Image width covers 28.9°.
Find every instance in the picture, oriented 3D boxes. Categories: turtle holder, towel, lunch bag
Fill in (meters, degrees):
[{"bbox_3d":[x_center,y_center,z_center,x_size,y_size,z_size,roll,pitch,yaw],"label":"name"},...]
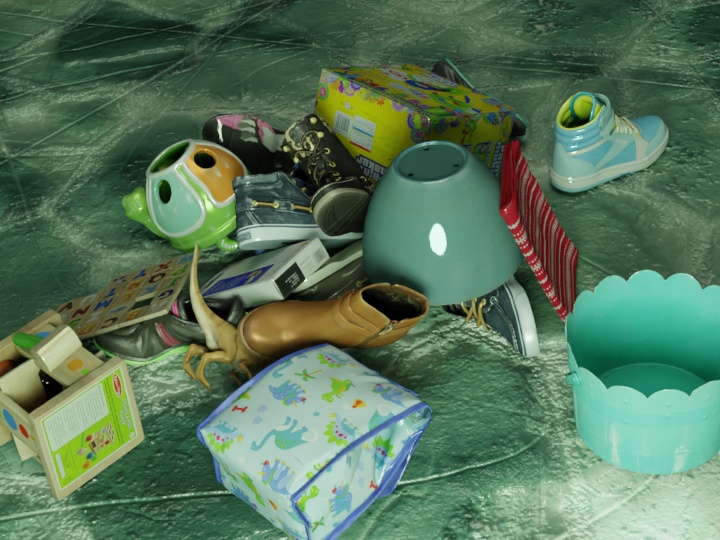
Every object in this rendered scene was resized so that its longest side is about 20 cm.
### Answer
[{"bbox_3d":[-0.222,-0.102,1.847,0.141,0.132,0.185,-48,28,-16],"label":"turtle holder"},{"bbox_3d":[0.219,-0.044,1.688,0.022,0.201,0.145,-19,34,24],"label":"towel"},{"bbox_3d":[-0.045,0.177,1.503,0.169,0.128,0.200,29,60,36],"label":"lunch bag"}]

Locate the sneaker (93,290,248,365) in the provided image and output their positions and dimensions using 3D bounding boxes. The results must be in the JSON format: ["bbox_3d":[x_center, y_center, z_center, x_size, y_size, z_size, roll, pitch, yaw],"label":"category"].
[{"bbox_3d":[-0.228,0.062,1.702,0.197,0.085,0.077,-6,38,0],"label":"sneaker"}]

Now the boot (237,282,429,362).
[{"bbox_3d":[-0.029,0.058,1.600,0.197,0.155,0.078,7,73,-22],"label":"boot"}]

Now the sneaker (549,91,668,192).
[{"bbox_3d":[0.345,-0.198,1.906,0.198,0.132,0.079,-27,41,-24],"label":"sneaker"}]

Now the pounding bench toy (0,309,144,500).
[{"bbox_3d":[-0.352,0.117,1.560,0.155,0.202,0.124,30,51,36],"label":"pounding bench toy"}]

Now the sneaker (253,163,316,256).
[{"bbox_3d":[-0.097,-0.083,1.868,0.074,0.079,0.201,5,40,14],"label":"sneaker"}]

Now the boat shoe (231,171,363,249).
[{"bbox_3d":[-0.075,-0.077,1.785,0.199,0.092,0.070,0,-13,-42],"label":"boat shoe"}]

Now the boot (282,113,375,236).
[{"bbox_3d":[-0.043,-0.122,1.749,0.151,0.073,0.200,52,19,13],"label":"boot"}]

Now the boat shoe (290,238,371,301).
[{"bbox_3d":[-0.001,0.000,1.768,0.200,0.061,0.072,-27,12,-25],"label":"boat shoe"}]

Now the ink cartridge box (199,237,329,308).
[{"bbox_3d":[-0.133,0.012,1.748,0.199,0.037,0.095,-11,25,49],"label":"ink cartridge box"}]

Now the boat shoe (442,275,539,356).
[{"bbox_3d":[0.149,0.044,1.681,0.090,0.072,0.201,-16,35,-4],"label":"boat shoe"}]

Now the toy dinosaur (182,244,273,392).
[{"bbox_3d":[-0.167,0.082,1.652,0.106,0.200,0.060,-45,7,-15],"label":"toy dinosaur"}]

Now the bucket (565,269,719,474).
[{"bbox_3d":[0.320,0.112,1.525,0.204,0.136,0.208,-3,39,2],"label":"bucket"}]

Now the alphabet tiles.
[{"bbox_3d":[-0.304,0.039,1.736,0.198,0.008,0.168,-17,22,17],"label":"alphabet tiles"}]

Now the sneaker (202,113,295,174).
[{"bbox_3d":[-0.148,-0.170,1.950,0.199,0.081,0.086,16,1,-44],"label":"sneaker"}]

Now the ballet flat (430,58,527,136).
[{"bbox_3d":[0.161,-0.236,2.039,0.072,0.074,0.200,-26,49,-23],"label":"ballet flat"}]

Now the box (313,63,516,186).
[{"bbox_3d":[0.069,-0.191,1.892,0.199,0.123,0.191,29,27,36],"label":"box"}]

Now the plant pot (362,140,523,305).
[{"bbox_3d":[0.091,-0.074,1.664,0.197,0.136,0.201,-7,36,5],"label":"plant pot"}]
